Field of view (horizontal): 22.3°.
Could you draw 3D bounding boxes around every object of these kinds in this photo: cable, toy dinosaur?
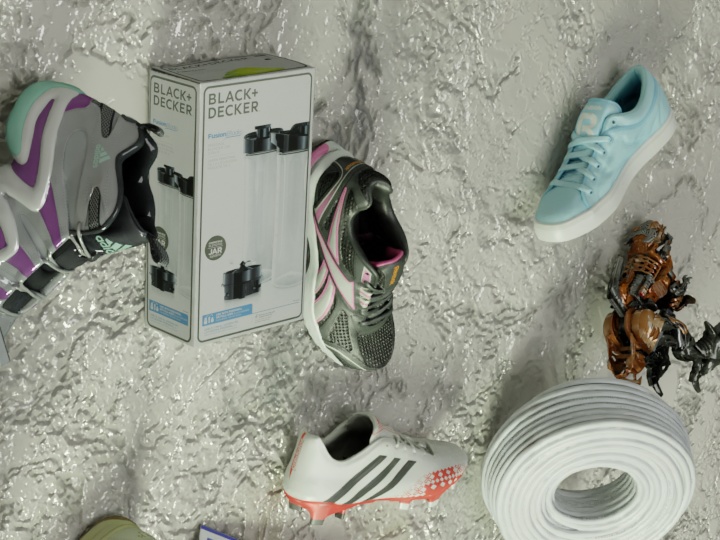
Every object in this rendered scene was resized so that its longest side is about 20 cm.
[{"bbox_3d":[0.210,0.191,1.696,0.199,0.069,0.200,-29,128,17],"label":"cable"},{"bbox_3d":[0.273,0.058,1.765,0.135,0.102,0.201,31,85,-38],"label":"toy dinosaur"}]

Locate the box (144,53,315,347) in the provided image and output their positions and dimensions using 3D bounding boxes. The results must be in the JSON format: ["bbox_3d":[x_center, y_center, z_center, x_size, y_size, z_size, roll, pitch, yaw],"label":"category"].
[{"bbox_3d":[-0.098,-0.055,1.366,0.116,0.060,0.201,-12,113,-42],"label":"box"}]

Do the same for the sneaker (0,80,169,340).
[{"bbox_3d":[-0.192,-0.016,1.220,0.201,0.139,0.078,-70,161,2],"label":"sneaker"}]

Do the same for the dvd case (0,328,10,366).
[{"bbox_3d":[-0.333,0.029,1.145,0.199,0.025,0.151,-22,120,-19],"label":"dvd case"}]

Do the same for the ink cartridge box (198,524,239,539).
[{"bbox_3d":[-0.080,0.335,1.494,0.197,0.047,0.201,29,51,-36],"label":"ink cartridge box"}]

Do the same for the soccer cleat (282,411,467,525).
[{"bbox_3d":[0.019,0.158,1.560,0.199,0.068,0.086,-7,114,-39],"label":"soccer cleat"}]

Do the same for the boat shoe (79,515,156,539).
[{"bbox_3d":[-0.220,0.274,1.362,0.200,0.062,0.073,-54,135,-15],"label":"boat shoe"}]

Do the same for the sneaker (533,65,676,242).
[{"bbox_3d":[0.209,-0.111,1.657,0.200,0.074,0.082,-50,125,-31],"label":"sneaker"}]

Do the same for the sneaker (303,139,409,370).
[{"bbox_3d":[0.000,0.000,1.467,0.080,0.086,0.201,-35,127,-29],"label":"sneaker"}]
